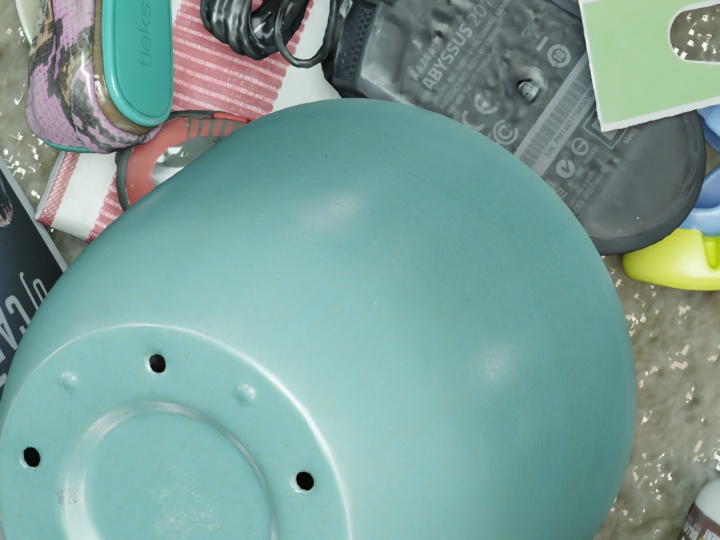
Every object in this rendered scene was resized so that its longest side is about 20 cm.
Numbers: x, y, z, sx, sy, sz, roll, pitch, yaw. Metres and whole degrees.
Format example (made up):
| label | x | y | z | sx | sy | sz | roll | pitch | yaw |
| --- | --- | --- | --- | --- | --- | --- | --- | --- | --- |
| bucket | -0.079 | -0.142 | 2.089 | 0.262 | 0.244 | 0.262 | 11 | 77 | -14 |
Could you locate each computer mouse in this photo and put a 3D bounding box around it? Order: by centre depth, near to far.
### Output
| label | x | y | z | sx | sy | sz | roll | pitch | yaw |
| --- | --- | --- | --- | --- | --- | --- | --- | --- | --- |
| computer mouse | 0.047 | -0.084 | 0.934 | 0.200 | 0.053 | 0.139 | 41 | 78 | -3 |

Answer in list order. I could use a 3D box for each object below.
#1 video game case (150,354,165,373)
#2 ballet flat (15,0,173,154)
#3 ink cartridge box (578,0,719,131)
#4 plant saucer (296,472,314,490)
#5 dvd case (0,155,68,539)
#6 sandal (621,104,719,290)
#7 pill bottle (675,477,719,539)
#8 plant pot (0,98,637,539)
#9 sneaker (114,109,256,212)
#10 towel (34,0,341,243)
| label | x | y | z | sx | sy | sz | roll | pitch | yaw |
| --- | --- | --- | --- | --- | --- | --- | --- | --- | --- |
| video game case | -0.065 | 0.116 | 0.991 | 0.200 | 0.024 | 0.182 | -45 | 105 | 1 |
| ballet flat | -0.099 | -0.141 | 0.903 | 0.069 | 0.071 | 0.200 | 22 | 69 | -55 |
| ink cartridge box | 0.123 | -0.166 | 0.929 | 0.146 | 0.048 | 0.200 | -15 | 102 | -28 |
| plant saucer | -0.012 | 0.146 | 0.934 | 0.200 | 0.029 | 0.200 | 5 | 74 | -19 |
| dvd case | -0.159 | -0.001 | 0.876 | 0.025 | 0.150 | 0.200 | -28 | 98 | 23 |
| sandal | 0.205 | -0.044 | 0.983 | 0.200 | 0.079 | 0.087 | -7 | 99 | -11 |
| pill bottle | 0.155 | 0.196 | 1.003 | 0.109 | 0.109 | 0.200 | 22 | 96 | -14 |
| plant pot | -0.027 | 0.055 | 0.795 | 0.201 | 0.161 | 0.201 | 6 | 106 | 23 |
| sneaker | 0.000 | 0.000 | 0.902 | 0.200 | 0.098 | 0.071 | 30 | 88 | -11 |
| towel | -0.013 | -0.049 | 0.957 | 0.200 | 0.023 | 0.144 | 22 | 88 | -13 |
